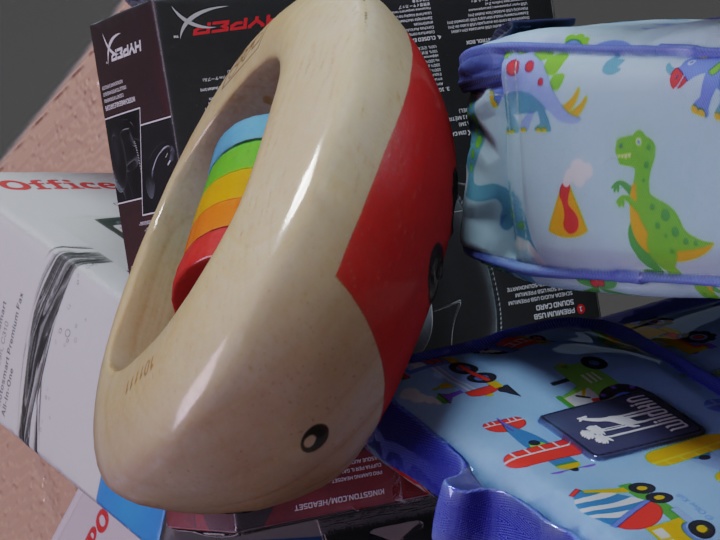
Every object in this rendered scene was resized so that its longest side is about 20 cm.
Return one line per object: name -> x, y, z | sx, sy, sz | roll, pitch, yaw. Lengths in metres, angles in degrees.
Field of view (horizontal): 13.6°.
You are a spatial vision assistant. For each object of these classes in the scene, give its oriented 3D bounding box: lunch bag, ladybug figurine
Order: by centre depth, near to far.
lunch bag -> 0.138, -0.037, 0.908 | 0.200, 0.160, 0.083 | 4, 97, 50
ladybug figurine -> -0.020, -0.005, 0.911 | 0.136, 0.072, 0.200 | -45, 21, 45
lunch bag -> 0.098, 0.071, 0.926 | 0.150, 0.199, 0.094 | 35, 118, 47

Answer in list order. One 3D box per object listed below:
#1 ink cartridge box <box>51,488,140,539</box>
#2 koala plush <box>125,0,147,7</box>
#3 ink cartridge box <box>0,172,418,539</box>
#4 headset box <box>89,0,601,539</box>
ink cartridge box -> -0.054, 0.183, 1.224 | 0.200, 0.084, 0.146 | 57, 132, 34
koala plush -> -0.037, -0.103, 1.169 | 0.177, 0.183, 0.201 | 30, 135, 58
ink cartridge box -> -0.064, 0.031, 1.186 | 0.200, 0.146, 0.085 | 33, 116, 47
headset box -> 0.000, 0.000, 1.042 | 0.077, 0.148, 0.201 | 175, 85, -68
